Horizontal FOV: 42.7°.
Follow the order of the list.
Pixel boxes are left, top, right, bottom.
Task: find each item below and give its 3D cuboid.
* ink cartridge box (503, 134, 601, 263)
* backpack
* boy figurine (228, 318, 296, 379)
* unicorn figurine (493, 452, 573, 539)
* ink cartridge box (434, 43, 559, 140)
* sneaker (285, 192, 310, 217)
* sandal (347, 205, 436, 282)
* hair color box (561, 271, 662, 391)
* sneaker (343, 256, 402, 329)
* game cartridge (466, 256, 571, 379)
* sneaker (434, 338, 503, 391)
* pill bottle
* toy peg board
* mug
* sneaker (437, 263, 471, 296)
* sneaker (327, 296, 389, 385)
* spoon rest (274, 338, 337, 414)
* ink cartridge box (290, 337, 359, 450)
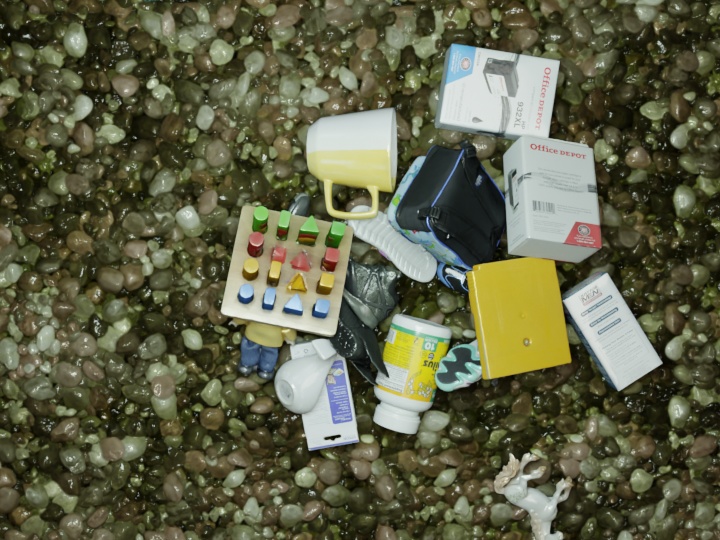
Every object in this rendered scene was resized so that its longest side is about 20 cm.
[{"bbox_3d":[0.338,-0.126,1.638,0.147,0.083,0.200,7,68,-16],"label":"ink cartridge box"},{"bbox_3d":[0.159,-0.106,1.635,0.200,0.147,0.183,41,70,-39],"label":"backpack"},{"bbox_3d":[-0.173,0.096,1.658,0.124,0.064,0.200,13,112,-2],"label":"boy figurine"},{"bbox_3d":[0.337,0.436,1.729,0.200,0.074,0.137,37,101,11],"label":"unicorn figurine"},{"bbox_3d":[0.247,-0.319,1.671,0.200,0.084,0.145,9,92,-3],"label":"ink cartridge box"},{"bbox_3d":[-0.123,-0.043,1.683,0.079,0.075,0.200,20,101,-6],"label":"sneaker"},{"bbox_3d":[0.059,-0.053,1.697,0.203,0.050,0.083,38,71,-18],"label":"sandal"},{"bbox_3d":[0.461,0.112,1.714,0.100,0.061,0.200,-32,94,0],"label":"hair color box"},{"bbox_3d":[0.000,0.000,1.686,0.114,0.076,0.199,-39,97,-2],"label":"sneaker"},{"bbox_3d":[0.279,0.079,1.626,0.176,0.032,0.200,-7,86,-24],"label":"game cartridge"},{"bbox_3d":[0.226,0.178,1.683,0.200,0.140,0.078,-35,52,-14],"label":"sneaker"},{"bbox_3d":[0.089,0.189,1.679,0.113,0.113,0.200,16,92,-3],"label":"pill bottle"},{"bbox_3d":[-0.120,-0.010,1.562,0.200,0.098,0.199,11,74,-5],"label":"toy peg board"},{"bbox_3d":[-0.017,-0.202,1.632,0.153,0.187,0.150,2,137,6],"label":"mug"},{"bbox_3d":[0.240,0.027,1.693,0.200,0.078,0.070,19,92,-3],"label":"sneaker"},{"bbox_3d":[-0.020,0.107,1.644,0.060,0.104,0.200,-37,60,17],"label":"sneaker"},{"bbox_3d":[-0.095,0.186,1.648,0.061,0.200,0.099,-20,68,-41],"label":"spoon rest"},{"bbox_3d":[-0.066,0.226,1.712,0.099,0.039,0.200,-9,92,-1],"label":"ink cartridge box"}]
